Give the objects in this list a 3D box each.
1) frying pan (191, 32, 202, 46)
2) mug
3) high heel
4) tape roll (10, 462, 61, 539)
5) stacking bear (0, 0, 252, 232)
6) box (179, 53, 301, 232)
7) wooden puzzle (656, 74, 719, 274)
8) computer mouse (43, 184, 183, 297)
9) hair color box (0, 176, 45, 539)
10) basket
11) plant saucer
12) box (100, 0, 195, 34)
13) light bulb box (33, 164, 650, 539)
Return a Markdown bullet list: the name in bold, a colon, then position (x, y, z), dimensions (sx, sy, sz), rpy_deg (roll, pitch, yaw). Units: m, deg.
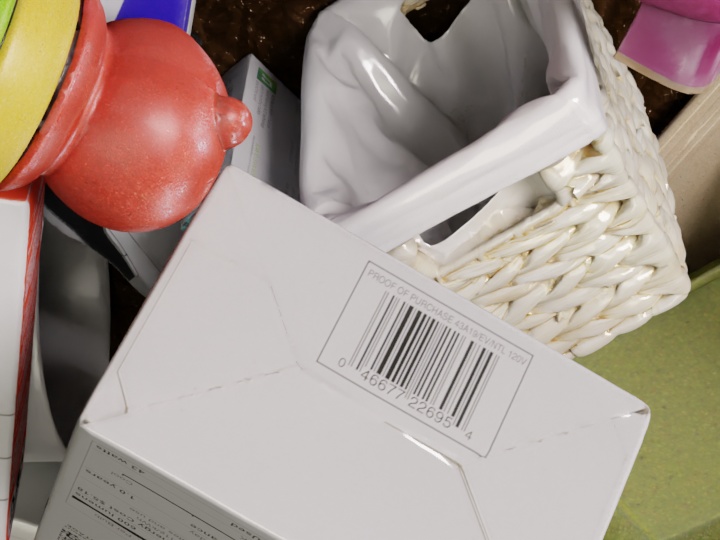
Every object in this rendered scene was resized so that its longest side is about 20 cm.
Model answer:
- **frying pan**: position (-0.183, -0.105, 0.862), dimensions (0.115, 0.189, 0.031), rpy_deg (47, 142, 20)
- **mug**: position (-0.225, -0.005, 0.890), dimensions (0.174, 0.148, 0.202), rpy_deg (-1, 92, 5)
- **high heel**: position (0.066, -0.146, 0.690), dimensions (0.199, 0.067, 0.096), rpy_deg (32, 141, 12)
- **tape roll**: position (-0.193, 0.169, 0.980), dimensions (0.201, 0.140, 0.204), rpy_deg (0, 120, 1)
- **stacking bear**: position (-0.138, -0.078, 0.647), dimensions (0.199, 0.114, 0.122), rpy_deg (24, 128, -25)
- **box**: position (0.000, 0.000, 0.872), dimensions (0.036, 0.145, 0.200), rpy_deg (-40, 111, 22)
- **wooden puzzle**: position (0.231, -0.033, 0.912), dimensions (0.184, 0.037, 0.200), rpy_deg (33, 121, -16)
- **computer mouse**: position (-0.089, -0.020, 0.861), dimensions (0.044, 0.110, 0.200), rpy_deg (1, 149, 39)
- **hair color box**: position (-0.194, 0.027, 0.759), dimensions (0.110, 0.064, 0.201), rpy_deg (8, 126, -6)
- **basket**: position (0.060, -0.055, 0.812), dimensions (0.135, 0.201, 0.124), rpy_deg (-29, 122, 18)
- **plant saucer**: position (0.175, 0.085, 0.952), dimensions (0.199, 0.048, 0.200), rpy_deg (-31, 119, 30)
- **box**: position (-0.161, -0.146, 0.724), dimensions (0.198, 0.105, 0.185), rpy_deg (8, 132, -7)
- **light bulb box**: position (-0.018, 0.090, 0.751), dimensions (0.197, 0.125, 0.200), rpy_deg (30, 154, -3)
